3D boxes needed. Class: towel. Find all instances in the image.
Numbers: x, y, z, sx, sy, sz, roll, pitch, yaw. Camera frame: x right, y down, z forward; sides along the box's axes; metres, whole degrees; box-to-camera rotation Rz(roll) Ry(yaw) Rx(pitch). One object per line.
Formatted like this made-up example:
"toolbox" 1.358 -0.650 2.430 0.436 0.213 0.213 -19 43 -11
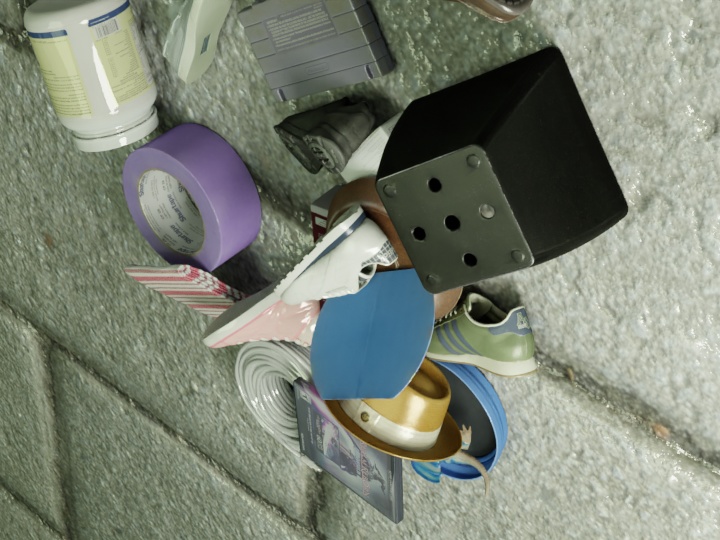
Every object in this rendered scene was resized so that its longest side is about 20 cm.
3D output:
"towel" -0.230 0.030 1.841 0.146 0.030 0.200 -1 157 46

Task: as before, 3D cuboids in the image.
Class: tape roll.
"tape roll" -0.240 -0.101 1.794 0.199 0.085 0.201 27 136 29

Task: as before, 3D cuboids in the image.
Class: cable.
"cable" -0.098 0.179 1.878 0.199 0.069 0.201 32 137 26

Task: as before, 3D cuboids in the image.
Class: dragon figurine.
"dragon figurine" 0.101 0.236 1.655 0.200 0.059 0.100 39 143 24

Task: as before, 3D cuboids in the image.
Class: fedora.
"fedora" 0.047 0.150 1.561 0.200 0.200 0.082 35 116 21

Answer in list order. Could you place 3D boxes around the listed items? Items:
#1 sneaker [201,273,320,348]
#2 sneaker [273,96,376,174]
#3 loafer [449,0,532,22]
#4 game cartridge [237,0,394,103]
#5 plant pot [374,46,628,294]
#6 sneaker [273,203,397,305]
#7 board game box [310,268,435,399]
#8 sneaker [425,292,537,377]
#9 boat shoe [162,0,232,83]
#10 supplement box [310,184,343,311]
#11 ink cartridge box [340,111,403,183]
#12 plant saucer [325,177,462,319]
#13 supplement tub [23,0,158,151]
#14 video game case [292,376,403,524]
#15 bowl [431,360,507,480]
"sneaker" -0.119 0.078 1.761 0.199 0.075 0.105 -31 108 14
"sneaker" -0.039 -0.169 1.544 0.076 0.091 0.200 50 167 -24
"loafer" 0.096 -0.312 1.303 0.200 0.073 0.071 41 151 23
"game cartridge" -0.056 -0.278 1.508 0.199 0.038 0.130 -4 111 48
"plant pot" 0.132 -0.085 1.313 0.199 0.177 0.200 -17 107 35
"sneaker" -0.034 0.002 1.524 0.080 0.077 0.200 42 141 -6
"board game box" 0.023 0.082 1.508 0.199 0.159 0.039 -7 155 45
"sneaker" 0.136 0.068 1.560 0.199 0.067 0.091 11 111 47
"boat shoe" -0.216 -0.324 1.607 0.071 0.070 0.201 41 143 9
"supplement box" 0.000 0.000 1.640 0.108 0.061 0.201 22 132 31
"ink cartridge box" 0.072 -0.079 1.515 0.200 0.050 0.109 51 141 1
"plant saucer" 0.032 -0.016 1.528 0.199 0.034 0.201 22 132 26
"supplement tub" -0.364 -0.279 1.734 0.144 0.145 0.201 11 126 41
"video game case" -0.017 0.249 1.753 0.200 0.019 0.144 32 140 36
"bowl" 0.111 0.187 1.689 0.200 0.039 0.202 27 136 30
